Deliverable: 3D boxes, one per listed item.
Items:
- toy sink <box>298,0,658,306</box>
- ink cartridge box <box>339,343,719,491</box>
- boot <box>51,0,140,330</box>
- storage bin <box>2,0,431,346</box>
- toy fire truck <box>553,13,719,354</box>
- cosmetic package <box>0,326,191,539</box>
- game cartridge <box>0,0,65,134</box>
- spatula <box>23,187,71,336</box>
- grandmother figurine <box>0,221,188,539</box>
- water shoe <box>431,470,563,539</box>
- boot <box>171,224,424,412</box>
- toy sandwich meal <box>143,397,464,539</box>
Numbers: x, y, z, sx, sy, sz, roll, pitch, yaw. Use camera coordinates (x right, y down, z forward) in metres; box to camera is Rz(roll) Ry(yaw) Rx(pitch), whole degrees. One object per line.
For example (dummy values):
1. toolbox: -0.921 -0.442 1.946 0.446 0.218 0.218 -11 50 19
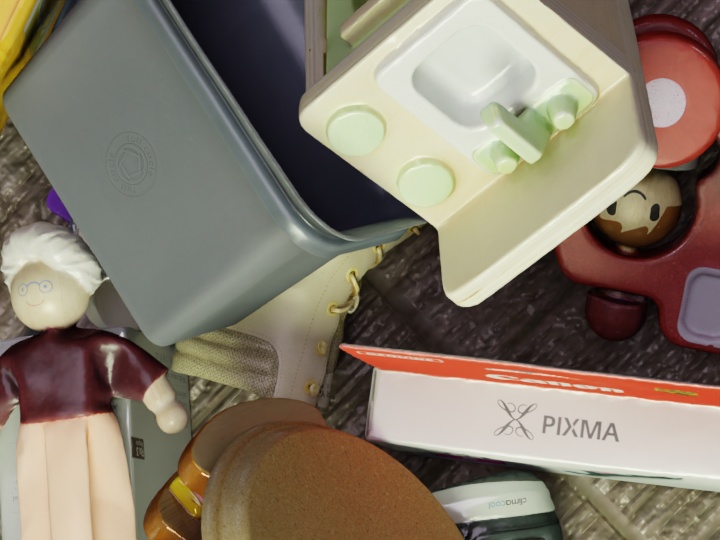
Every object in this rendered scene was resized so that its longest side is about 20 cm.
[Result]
1. toy sink: 0.049 -0.107 1.037 0.130 0.112 0.201 -38 33 29
2. ink cartridge box: 0.099 0.077 1.074 0.198 0.174 0.044 6 83 14
3. boot: -0.139 -0.066 1.203 0.090 0.072 0.202 3 81 48
4. storage bin: -0.077 -0.068 1.084 0.134 0.145 0.201 -38 79 29
5. toy fire truck: 0.182 -0.037 1.103 0.198 0.112 0.169 10 103 4
6. cosmetic package: -0.139 0.137 1.157 0.080 0.113 0.202 -8 82 13
7. game cartridge: -0.167 -0.160 1.128 0.032 0.176 0.201 23 86 -5
8. spatula: -0.173 0.011 1.227 0.056 0.021 0.201 23 89 16
9. grandmother figurine: -0.146 0.074 1.082 0.120 0.061 0.202 -9 83 1
10. water shoe: 0.011 0.166 1.136 0.198 0.071 0.080 -17 80 11
11. boot: 0.000 0.000 1.163 0.198 0.073 0.157 8 90 4
12. toy sandwich meal: -0.020 0.158 1.039 0.070 0.205 0.206 -39 74 33
